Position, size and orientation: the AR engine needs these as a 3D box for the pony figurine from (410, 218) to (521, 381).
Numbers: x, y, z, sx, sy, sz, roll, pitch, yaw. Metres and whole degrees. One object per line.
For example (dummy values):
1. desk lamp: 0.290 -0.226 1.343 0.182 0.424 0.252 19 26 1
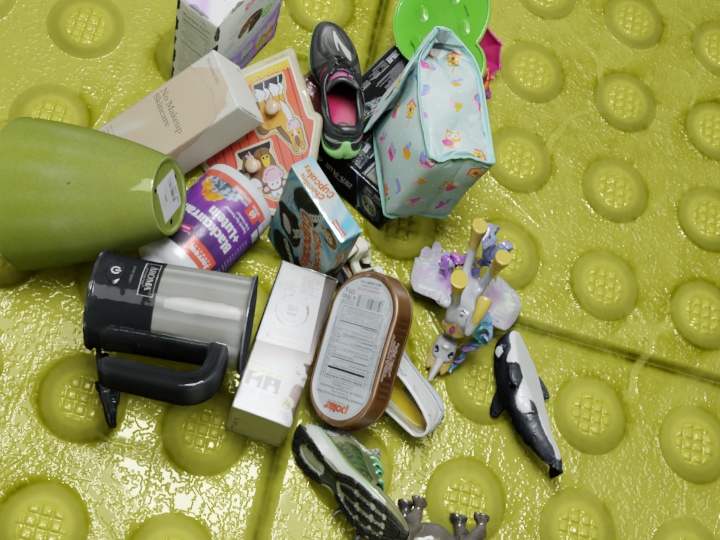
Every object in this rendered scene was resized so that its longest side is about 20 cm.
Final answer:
1. pony figurine: 0.140 0.030 1.351 0.164 0.201 0.194 22 49 4

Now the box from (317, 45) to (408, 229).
1. box: 0.038 -0.192 1.453 0.163 0.086 0.200 41 66 5

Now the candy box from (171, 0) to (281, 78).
1. candy box: -0.181 -0.351 1.403 0.071 0.200 0.168 36 65 3

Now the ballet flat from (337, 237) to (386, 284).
1. ballet flat: 0.000 0.000 1.375 0.072 0.073 0.202 -26 77 -21

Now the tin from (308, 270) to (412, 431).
1. tin: -0.002 0.100 1.275 0.042 0.111 0.203 22 82 -49

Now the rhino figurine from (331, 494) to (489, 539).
1. rhino figurine: 0.060 0.328 1.266 0.197 0.060 0.089 15 64 -5

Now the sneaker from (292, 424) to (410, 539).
1. sneaker: 0.004 0.250 1.255 0.088 0.078 0.200 -22 51 -36

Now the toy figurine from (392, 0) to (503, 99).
1. toy figurine: 0.157 -0.313 1.481 0.148 0.183 0.203 -25 68 20

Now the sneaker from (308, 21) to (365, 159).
1. sneaker: -0.024 -0.253 1.369 0.075 0.084 0.203 -5 70 -15

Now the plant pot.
1. plant pot: -0.320 -0.093 1.237 0.196 0.188 0.190 1 65 16

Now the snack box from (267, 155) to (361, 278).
1. snack box: -0.063 -0.049 1.309 0.037 0.200 0.117 -28 76 -23

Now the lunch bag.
1. lunch bag: 0.084 -0.193 1.323 0.120 0.170 0.203 -1 69 -22

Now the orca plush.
1. orca plush: 0.213 0.187 1.371 0.105 0.070 0.203 -4 69 -63

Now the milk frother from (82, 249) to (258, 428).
1. milk frother: -0.227 0.095 1.207 0.185 0.201 0.183 10 63 -1

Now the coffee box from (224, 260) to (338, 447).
1. coffee box: -0.101 0.106 1.288 0.079 0.113 0.203 19 66 -4

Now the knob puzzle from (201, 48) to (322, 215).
1. knob puzzle: -0.140 -0.172 1.368 0.216 0.030 0.224 3 98 23

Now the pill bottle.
1. pill bottle: -0.217 -0.033 1.317 0.111 0.112 0.200 39 66 5

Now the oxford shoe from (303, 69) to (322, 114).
1. oxford shoe: -0.090 -0.230 1.455 0.199 0.075 0.071 -39 101 -5

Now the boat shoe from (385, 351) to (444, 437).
1. boat shoe: 0.022 0.137 1.312 0.203 0.074 0.086 50 23 4

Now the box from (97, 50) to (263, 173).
1. box: -0.237 -0.191 1.338 0.198 0.078 0.096 -32 73 15
